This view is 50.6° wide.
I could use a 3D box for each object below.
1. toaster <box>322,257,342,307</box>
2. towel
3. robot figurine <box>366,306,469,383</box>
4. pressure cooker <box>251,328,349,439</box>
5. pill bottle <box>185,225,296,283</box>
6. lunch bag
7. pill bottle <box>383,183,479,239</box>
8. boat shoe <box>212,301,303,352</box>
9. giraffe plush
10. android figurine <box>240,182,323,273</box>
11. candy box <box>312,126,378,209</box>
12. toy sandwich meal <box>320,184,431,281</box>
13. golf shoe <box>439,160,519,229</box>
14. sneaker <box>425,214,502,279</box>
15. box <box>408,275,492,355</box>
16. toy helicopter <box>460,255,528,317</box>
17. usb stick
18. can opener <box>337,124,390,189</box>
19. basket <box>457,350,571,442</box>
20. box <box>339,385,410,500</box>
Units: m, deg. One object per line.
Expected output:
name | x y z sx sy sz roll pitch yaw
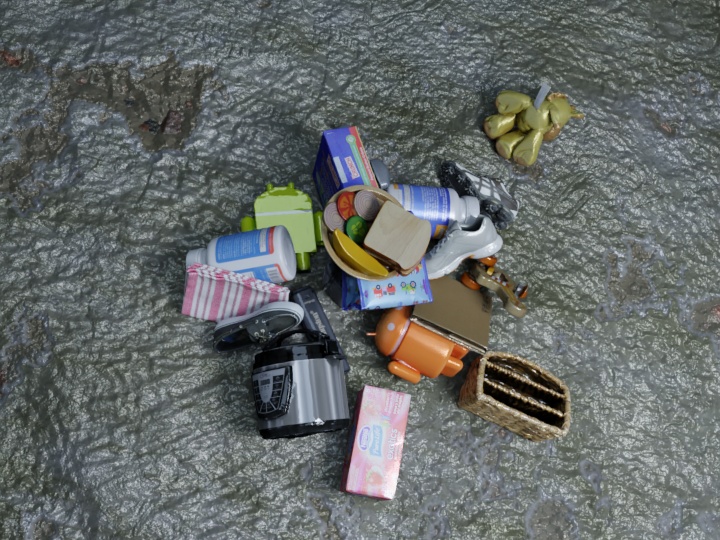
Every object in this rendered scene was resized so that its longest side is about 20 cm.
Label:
toaster | 0.000 0.000 1.548 0.200 0.129 0.114 -42 83 -19
towel | -0.246 0.064 1.481 0.200 0.146 0.030 15 46 -5
robot figurine | 0.114 0.142 1.529 0.200 0.117 0.144 27 102 0
pressure cooker | -0.116 0.212 1.438 0.175 0.179 0.200 -4 77 -10
pill bottle | -0.236 -0.019 1.504 0.200 0.112 0.112 -10 73 10
lunch bag | 0.042 -0.031 1.438 0.150 0.094 0.200 -5 89 -25
pill bottle | 0.146 -0.123 1.620 0.200 0.112 0.112 4 72 -8
boat shoe | -0.198 0.115 1.470 0.200 0.069 0.057 -17 41 24
giraffe plush | 0.404 -0.346 1.724 0.162 0.200 0.173 -19 71 -44
android figurine | -0.159 -0.090 1.596 0.182 0.041 0.200 -6 76 -10
candy box | -0.032 -0.173 1.559 0.077 0.200 0.169 -15 76 -14
toy sandwich meal | 0.028 -0.070 1.368 0.205 0.070 0.206 7 70 -21
golf shoe | 0.264 -0.179 1.688 0.200 0.078 0.094 44 54 4
sneaker | 0.186 -0.055 1.573 0.200 0.076 0.092 -24 120 4
box | 0.188 0.076 1.549 0.163 0.021 0.200 24 31 -1
toy helicopter | 0.299 0.043 1.572 0.132 0.200 0.079 22 111 -21
usb stick | -0.083 0.126 1.546 0.055 0.033 0.200 -22 77 -15
can opener | 0.009 -0.238 1.629 0.067 0.053 0.200 -16 53 -6
basket | 0.317 0.238 1.517 0.200 0.149 0.143 25 71 0
box | 0.028 0.332 1.463 0.094 0.103 0.200 13 72 -5
